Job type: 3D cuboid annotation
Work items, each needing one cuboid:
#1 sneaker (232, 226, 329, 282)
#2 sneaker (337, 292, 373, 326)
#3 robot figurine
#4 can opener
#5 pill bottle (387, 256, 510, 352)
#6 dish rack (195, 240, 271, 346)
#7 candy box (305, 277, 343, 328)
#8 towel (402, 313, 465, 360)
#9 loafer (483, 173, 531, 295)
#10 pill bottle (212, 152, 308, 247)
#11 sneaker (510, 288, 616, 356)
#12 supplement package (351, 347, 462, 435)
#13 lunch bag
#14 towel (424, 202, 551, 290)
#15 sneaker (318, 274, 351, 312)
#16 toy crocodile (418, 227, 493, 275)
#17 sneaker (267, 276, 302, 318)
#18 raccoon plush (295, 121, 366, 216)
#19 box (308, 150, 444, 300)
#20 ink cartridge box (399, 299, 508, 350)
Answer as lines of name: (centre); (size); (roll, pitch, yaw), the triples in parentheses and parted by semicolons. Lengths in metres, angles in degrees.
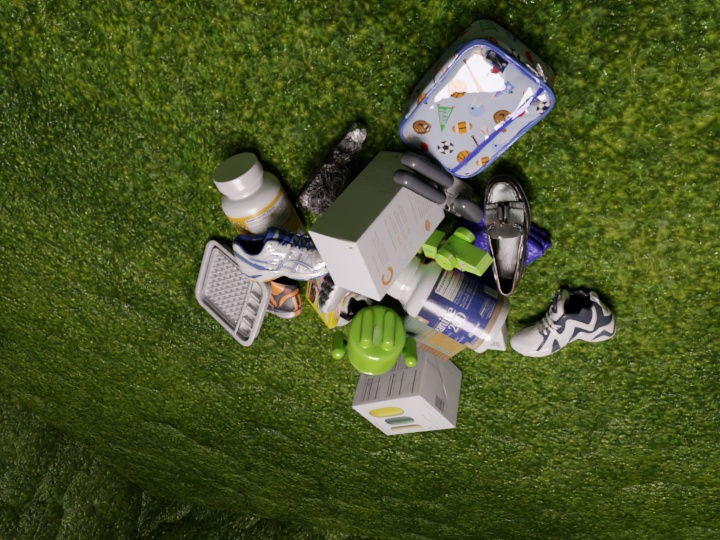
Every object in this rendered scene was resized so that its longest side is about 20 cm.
sneaker: (-0.123, -0.033, 0.878); (0.199, 0.076, 0.088); (-10, 134, 12)
sneaker: (-0.026, 0.076, 1.120); (0.073, 0.080, 0.200); (24, 142, -11)
robot figurine: (0.030, 0.145, 1.063); (0.174, 0.116, 0.200); (4, 155, -2)
can opener: (0.126, -0.124, 0.783); (0.066, 0.053, 0.199); (27, -173, 42)
pill bottle: (0.150, 0.051, 0.916); (0.199, 0.111, 0.111); (29, 141, 4)
dish rack: (-0.269, 0.044, 1.121); (0.200, 0.043, 0.172); (36, 121, 23)
candy box: (-0.071, 0.028, 1.078); (0.102, 0.026, 0.201); (48, 148, 25)
towel: (0.160, 0.119, 1.064); (0.146, 0.022, 0.200); (28, 148, -5)
loafer: (0.234, -0.051, 0.826); (0.071, 0.063, 0.201); (-1, 124, 21)
pill bottle: (-0.180, -0.106, 0.941); (0.112, 0.113, 0.201); (-3, 137, 23)
sneaker: (0.368, 0.090, 0.989); (0.198, 0.080, 0.130); (-14, 130, 32)
supplement package: (0.114, 0.286, 1.250); (0.199, 0.151, 0.152); (-20, 128, 37)
lunch bag: (0.160, -0.224, 0.711); (0.160, 0.076, 0.200); (30, 140, -18)
towel: (0.222, -0.025, 0.934); (0.147, 0.050, 0.200); (26, 140, -11)
sneaker: (0.000, 0.000, 0.946); (0.082, 0.200, 0.075); (37, 180, -23)
toy crocodile: (0.132, -0.042, 0.883); (0.199, 0.068, 0.062); (25, 157, 34)
sneaker: (-0.221, 0.032, 1.157); (0.199, 0.078, 0.113); (8, 126, 17)
raccoon plush: (-0.017, -0.127, 0.863); (0.134, 0.097, 0.200); (35, 138, -16)
box: (0.032, -0.075, 0.815); (0.097, 0.200, 0.125); (17, 146, 37)
ink cartridge box: (0.189, 0.089, 1.063); (0.199, 0.045, 0.177); (3, 140, 27)
